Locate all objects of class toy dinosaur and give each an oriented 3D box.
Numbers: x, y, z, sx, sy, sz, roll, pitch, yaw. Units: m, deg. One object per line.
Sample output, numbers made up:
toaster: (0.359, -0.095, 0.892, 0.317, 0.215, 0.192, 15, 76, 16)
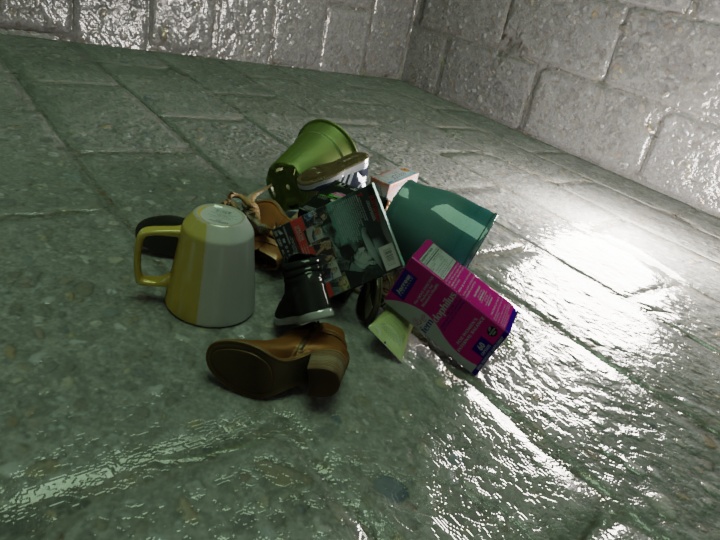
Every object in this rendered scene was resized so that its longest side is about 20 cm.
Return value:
toy dinosaur: (-0.219, -0.121, 1.151, 0.104, 0.061, 0.202, 23, 27, -30)

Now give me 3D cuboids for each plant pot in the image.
plant pot: (-0.127, -0.234, 1.413, 0.195, 0.205, 0.190, 23, 38, 19)
plant pot: (0.138, -0.070, 1.136, 0.185, 0.204, 0.200, 33, 29, 10)

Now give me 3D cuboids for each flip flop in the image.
flip flop: (0.036, 0.027, 1.083, 0.056, 0.083, 0.202, 27, 26, -7)

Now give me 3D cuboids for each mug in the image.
mug: (-0.243, -0.013, 0.924, 0.183, 0.158, 0.148, -14, 38, -44)

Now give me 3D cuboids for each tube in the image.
tube: (0.068, 0.080, 1.026, 0.056, 0.054, 0.200, 5, 24, 16)

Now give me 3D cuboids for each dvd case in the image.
dvd case: (-0.039, -0.038, 0.987, 0.195, 0.150, 0.022, -22, 4, 17)

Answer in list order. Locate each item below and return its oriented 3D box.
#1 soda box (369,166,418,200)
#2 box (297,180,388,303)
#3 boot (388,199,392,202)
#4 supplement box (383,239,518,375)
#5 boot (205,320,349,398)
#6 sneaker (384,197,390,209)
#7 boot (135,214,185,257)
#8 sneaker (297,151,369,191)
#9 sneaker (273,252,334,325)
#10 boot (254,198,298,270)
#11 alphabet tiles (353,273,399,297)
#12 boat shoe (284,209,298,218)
soda box: (0.091, -0.234, 1.633, 0.062, 0.071, 0.199, 25, 28, 21)
box: (-0.040, -0.061, 1.112, 0.120, 0.153, 0.200, 19, 27, 10)
boot: (0.088, -0.111, 1.399, 0.196, 0.072, 0.146, -18, 48, -37)
supplement box: (0.152, 0.058, 0.988, 0.198, 0.103, 0.103, 38, 30, 9)
boot: (-0.111, 0.111, 0.846, 0.192, 0.080, 0.156, 3, 19, 1)
sneaker: (0.005, -0.129, 1.305, 0.085, 0.073, 0.198, -48, 26, -17)
boot: (-0.321, -0.063, 1.107, 0.193, 0.077, 0.075, 1, 3, -23)
sneaker: (-0.056, -0.188, 1.339, 0.196, 0.112, 0.069, -27, 42, -33)
sneaker: (-0.094, 0.028, 0.893, 0.068, 0.103, 0.199, -10, -3, -22)
boot: (-0.194, -0.069, 1.163, 0.194, 0.076, 0.156, 6, 39, 32)
alphabet tiles: (0.000, 0.000, 1.196, 0.195, 0.008, 0.166, 26, 28, 21)
boat shoe: (-0.069, -0.097, 1.276, 0.195, 0.078, 0.086, 9, 19, 22)
